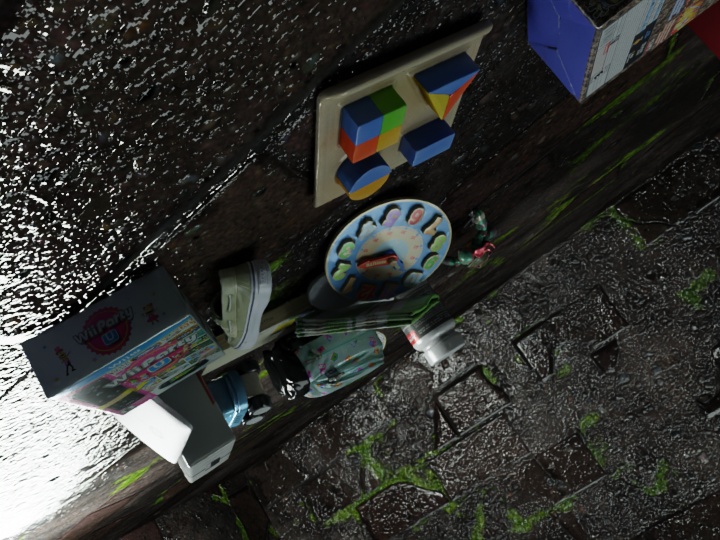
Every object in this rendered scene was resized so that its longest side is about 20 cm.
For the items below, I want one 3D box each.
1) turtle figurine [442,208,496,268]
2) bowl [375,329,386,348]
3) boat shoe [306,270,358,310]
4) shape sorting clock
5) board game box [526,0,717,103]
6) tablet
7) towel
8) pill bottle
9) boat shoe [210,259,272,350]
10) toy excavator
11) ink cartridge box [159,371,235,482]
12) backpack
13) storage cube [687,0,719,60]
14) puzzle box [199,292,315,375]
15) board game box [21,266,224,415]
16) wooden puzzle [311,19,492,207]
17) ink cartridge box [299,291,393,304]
[{"bbox_3d":[0.227,-0.051,1.202,0.150,0.101,0.200,-41,170,26],"label":"turtle figurine"},{"bbox_3d":[-0.054,0.154,1.191,0.199,0.095,0.202,-23,148,-15],"label":"bowl"},{"bbox_3d":[0.000,0.000,0.919,0.199,0.069,0.057,-27,-156,-16],"label":"boat shoe"},{"bbox_3d":[0.043,-0.024,0.840,0.198,0.039,0.201,-13,141,-11],"label":"shape sorting clock"},{"bbox_3d":[0.262,-0.279,0.522,0.199,0.097,0.159,-37,166,9],"label":"board game box"},{"bbox_3d":[-0.301,0.211,0.808,0.014,0.130,0.200,-51,178,-37],"label":"tablet"},{"bbox_3d":[0.011,0.063,0.899,0.198,0.031,0.149,-9,-172,24],"label":"towel"},{"bbox_3d":[0.146,0.111,1.320,0.113,0.201,0.114,-31,165,-9],"label":"pill bottle"},{"bbox_3d":[-0.160,0.044,0.729,0.061,0.073,0.200,-1,149,-20],"label":"boat shoe"},{"bbox_3d":[-0.294,0.272,1.120,0.198,0.101,0.195,-10,153,-29],"label":"toy excavator"},{"bbox_3d":[-0.285,0.262,0.964,0.083,0.145,0.200,-27,164,-27],"label":"ink cartridge box"},{"bbox_3d":[-0.059,0.150,1.011,0.199,0.128,0.167,-21,180,-24],"label":"backpack"},{"bbox_3d":[0.585,-0.375,0.764,0.170,0.181,0.200,-33,167,-3],"label":"storage cube"},{"bbox_3d":[-0.166,0.101,0.925,0.199,0.026,0.133,-26,169,-31],"label":"puzzle box"},{"bbox_3d":[-0.244,0.087,0.627,0.147,0.065,0.200,-31,165,-13],"label":"board game box"},{"bbox_3d":[0.039,-0.141,0.578,0.184,0.046,0.200,-30,165,-18],"label":"wooden puzzle"},{"bbox_3d":[-0.023,0.040,1.043,0.172,0.044,0.200,-7,162,-5],"label":"ink cartridge box"}]
